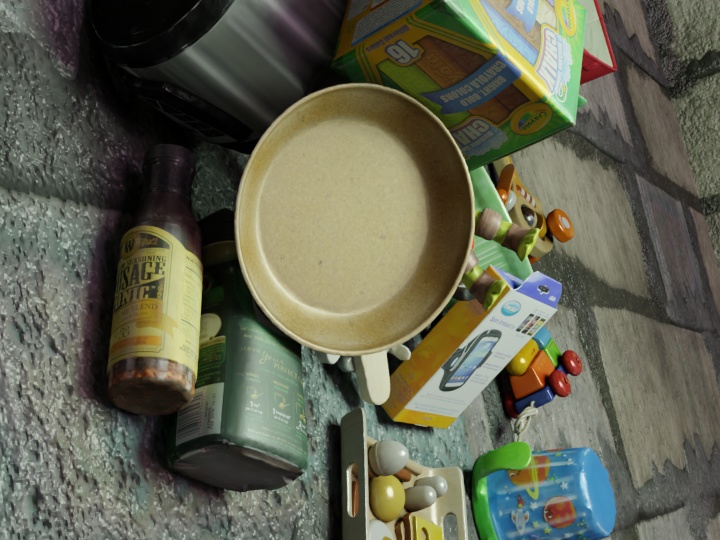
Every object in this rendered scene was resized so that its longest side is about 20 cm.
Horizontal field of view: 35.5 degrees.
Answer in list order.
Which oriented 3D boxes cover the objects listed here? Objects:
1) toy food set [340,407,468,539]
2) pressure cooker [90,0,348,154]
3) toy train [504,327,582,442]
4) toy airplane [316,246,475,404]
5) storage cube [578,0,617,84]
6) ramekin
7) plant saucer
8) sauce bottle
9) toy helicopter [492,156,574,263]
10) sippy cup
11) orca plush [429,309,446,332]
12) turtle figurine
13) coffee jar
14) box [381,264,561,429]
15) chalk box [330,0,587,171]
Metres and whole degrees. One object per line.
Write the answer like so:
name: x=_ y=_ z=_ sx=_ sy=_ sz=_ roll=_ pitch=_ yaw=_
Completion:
toy food set: x=0.047 y=0.226 z=1.044 sx=0.199 sy=0.060 sz=0.146 roll=37 pitch=43 yaw=-48
pressure cooker: x=-0.093 y=-0.194 z=0.910 sx=0.199 sy=0.177 sz=0.179 roll=36 pitch=40 yaw=-47
toy train: x=0.194 y=0.118 z=1.373 sx=0.117 sy=0.084 sz=0.200 roll=58 pitch=28 yaw=-3
toy airplane: x=0.000 y=0.000 z=1.029 sx=0.198 sy=0.140 sz=0.202 roll=33 pitch=83 yaw=-38
storage cube: x=0.252 y=-0.353 z=1.655 sx=0.199 sy=0.177 sz=0.174 roll=1 pitch=73 yaw=-62
ramekin: x=0.097 y=-0.048 z=1.195 sx=0.202 sy=0.097 sz=0.200 roll=62 pitch=1 yaw=-3
plant saucer: x=-0.006 y=-0.039 z=0.853 sx=0.197 sy=0.035 sz=0.204 roll=-3 pitch=98 yaw=-24
sauce bottle: x=-0.146 y=0.001 z=0.818 sx=0.066 sy=0.065 sz=0.203 roll=38 pitch=40 yaw=-47
toy helicopter: x=0.208 y=-0.110 z=1.565 sx=0.131 sy=0.078 sz=0.203 roll=7 pitch=57 yaw=-51
sippy cup: x=0.210 y=0.258 z=1.253 sx=0.177 sy=0.129 sz=0.142 roll=9 pitch=66 yaw=-61
orca plush: x=0.134 y=0.035 z=1.312 sx=0.199 sy=0.070 sz=0.107 roll=-19 pitch=91 yaw=-63
turtle figurine: x=0.058 y=-0.037 z=0.938 sx=0.160 sy=0.065 sz=0.201 roll=36 pitch=67 yaw=6
coffee jar: x=-0.091 y=0.058 z=0.859 sx=0.104 sy=0.084 sz=0.203 roll=30 pitch=48 yaw=-42
box: x=0.114 y=0.072 z=1.125 sx=0.042 sy=0.201 sz=0.118 roll=47 pitch=14 yaw=30
chalk box: x=0.094 y=-0.167 z=0.881 sx=0.199 sy=0.123 sz=0.125 roll=35 pitch=51 yaw=-30
